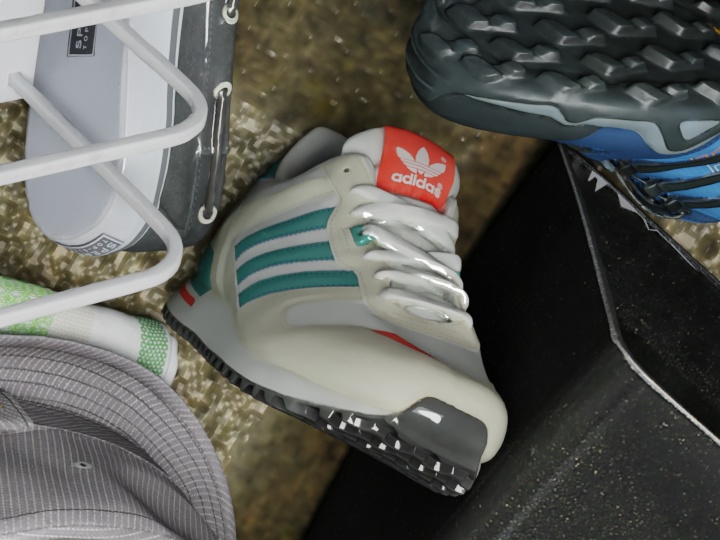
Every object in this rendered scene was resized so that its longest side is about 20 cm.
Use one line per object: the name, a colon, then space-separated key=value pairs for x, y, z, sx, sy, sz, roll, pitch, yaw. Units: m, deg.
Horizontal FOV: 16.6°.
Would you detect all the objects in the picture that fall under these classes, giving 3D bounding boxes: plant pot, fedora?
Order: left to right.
fedora: x=-0.098 y=0.112 z=0.755 sx=0.200 sy=0.090 sz=0.177 roll=10 pitch=91 yaw=-36
plant pot: x=0.082 y=0.109 z=0.801 sx=0.199 sy=0.200 sz=0.177 roll=42 pitch=106 yaw=-14

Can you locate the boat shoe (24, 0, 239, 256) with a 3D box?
boat shoe: x=-0.064 y=-0.103 z=0.797 sx=0.057 sy=0.069 sz=0.201 roll=7 pitch=94 yaw=-46

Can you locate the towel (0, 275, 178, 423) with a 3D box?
towel: x=-0.162 y=0.063 z=0.783 sx=0.200 sy=0.031 sz=0.149 roll=18 pitch=96 yaw=-42

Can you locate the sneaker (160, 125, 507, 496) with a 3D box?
sneaker: x=0.000 y=0.000 z=0.756 sx=0.070 sy=0.200 sz=0.094 roll=28 pitch=90 yaw=-21

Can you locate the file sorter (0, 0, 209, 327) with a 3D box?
file sorter: x=-0.112 y=-0.097 z=0.666 sx=0.139 sy=0.125 sz=0.200 roll=-15 pitch=132 yaw=-36

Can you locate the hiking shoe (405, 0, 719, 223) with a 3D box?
hiking shoe: x=0.099 y=-0.046 z=0.791 sx=0.200 sy=0.074 sz=0.087 roll=2 pitch=136 yaw=-27
